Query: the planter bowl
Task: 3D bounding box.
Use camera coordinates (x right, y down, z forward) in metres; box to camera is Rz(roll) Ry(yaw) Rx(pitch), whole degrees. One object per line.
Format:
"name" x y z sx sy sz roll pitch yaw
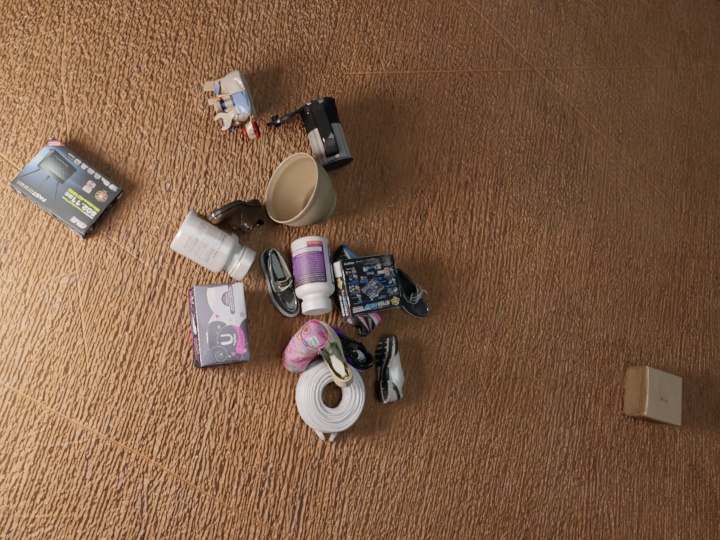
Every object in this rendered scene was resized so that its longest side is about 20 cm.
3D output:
"planter bowl" -0.151 -0.207 1.531 0.134 0.198 0.203 25 69 -48

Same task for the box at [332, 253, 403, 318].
"box" 0.023 0.041 1.554 0.198 0.046 0.162 -8 85 -38

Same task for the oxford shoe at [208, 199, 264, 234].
"oxford shoe" -0.317 -0.138 1.443 0.199 0.072 0.085 -18 85 -59

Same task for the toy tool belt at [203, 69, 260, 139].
"toy tool belt" -0.358 -0.446 1.514 0.121 0.125 0.203 -16 84 4

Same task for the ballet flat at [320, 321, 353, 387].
"ballet flat" -0.077 0.221 1.474 0.069 0.070 0.201 -22 71 -27

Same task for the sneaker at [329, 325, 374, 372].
"sneaker" -0.040 0.213 1.542 0.199 0.099 0.070 35 68 -13

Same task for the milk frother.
"milk frother" -0.147 -0.385 1.597 0.197 0.180 0.191 -19 88 16

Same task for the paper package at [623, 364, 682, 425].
"paper package" 1.098 0.470 2.051 0.198 0.103 0.193 18 73 -21

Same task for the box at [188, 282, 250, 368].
"box" -0.360 0.139 1.394 0.130 0.114 0.203 -4 83 -26

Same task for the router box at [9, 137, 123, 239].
"router box" -0.703 -0.196 1.316 0.199 0.062 0.151 37 68 -15

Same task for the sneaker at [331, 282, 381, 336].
"sneaker" -0.030 0.116 1.580 0.199 0.080 0.087 41 71 -11

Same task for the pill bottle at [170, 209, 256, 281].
"pill bottle" -0.379 -0.060 1.421 0.199 0.114 0.116 31 69 -18

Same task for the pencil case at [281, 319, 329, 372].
"pencil case" -0.146 0.204 1.439 0.086 0.200 0.089 11 59 -20

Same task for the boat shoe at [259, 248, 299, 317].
"boat shoe" -0.221 0.035 1.504 0.072 0.071 0.202 -27 94 -27

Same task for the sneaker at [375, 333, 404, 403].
"sneaker" 0.091 0.290 1.621 0.079 0.073 0.203 10 80 -38

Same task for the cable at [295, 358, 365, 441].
"cable" -0.083 0.347 1.516 0.200 0.069 0.200 47 65 -11

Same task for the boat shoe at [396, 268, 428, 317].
"boat shoe" 0.153 0.068 1.677 0.201 0.061 0.075 53 54 -19

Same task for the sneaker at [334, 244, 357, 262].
"sneaker" 0.000 0.000 1.629 0.201 0.078 0.090 51 50 -17

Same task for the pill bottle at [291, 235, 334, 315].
"pill bottle" -0.130 0.017 1.515 0.110 0.111 0.203 0 72 -25
